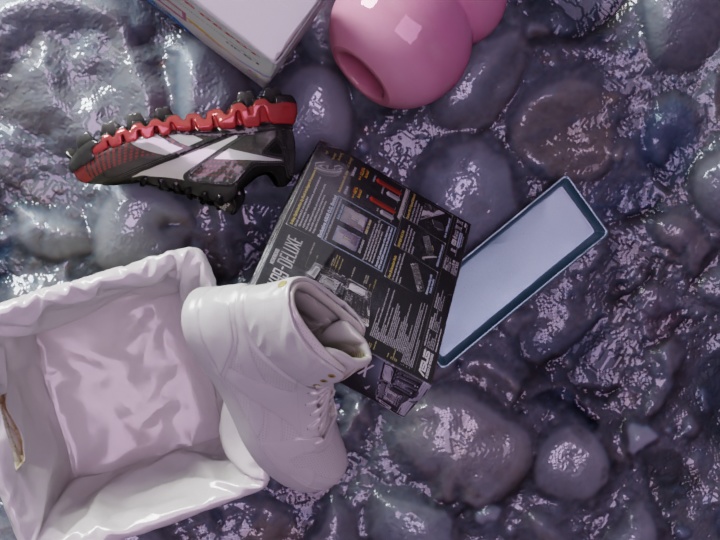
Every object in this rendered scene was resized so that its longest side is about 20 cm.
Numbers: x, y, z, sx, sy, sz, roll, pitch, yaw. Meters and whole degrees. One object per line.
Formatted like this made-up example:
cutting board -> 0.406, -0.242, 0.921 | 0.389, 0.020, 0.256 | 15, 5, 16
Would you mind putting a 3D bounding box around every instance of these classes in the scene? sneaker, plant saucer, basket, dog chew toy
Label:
sneaker -> -0.035, 0.089, 0.779 | 0.115, 0.074, 0.201 | -10, 127, 32
plant saucer -> 0.130, 0.001, 0.976 | 0.200, 0.019, 0.070 | -39, 98, -5
basket -> -0.192, 0.096, 0.864 | 0.199, 0.161, 0.200 | -17, 96, -6
sneaker -> -0.144, -0.090, 0.903 | 0.199, 0.071, 0.099 | -12, 93, -9
dog chew toy -> 0.066, -0.233, 0.903 | 0.125, 0.124, 0.200 | 44, 79, -9

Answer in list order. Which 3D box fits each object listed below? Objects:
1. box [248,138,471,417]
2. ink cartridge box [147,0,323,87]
box -> 0.000, 0.000, 0.877 | 0.157, 0.201, 0.050 | 28, 133, -9
ink cartridge box -> -0.105, -0.226, 0.834 | 0.144, 0.200, 0.085 | 36, 88, -9
